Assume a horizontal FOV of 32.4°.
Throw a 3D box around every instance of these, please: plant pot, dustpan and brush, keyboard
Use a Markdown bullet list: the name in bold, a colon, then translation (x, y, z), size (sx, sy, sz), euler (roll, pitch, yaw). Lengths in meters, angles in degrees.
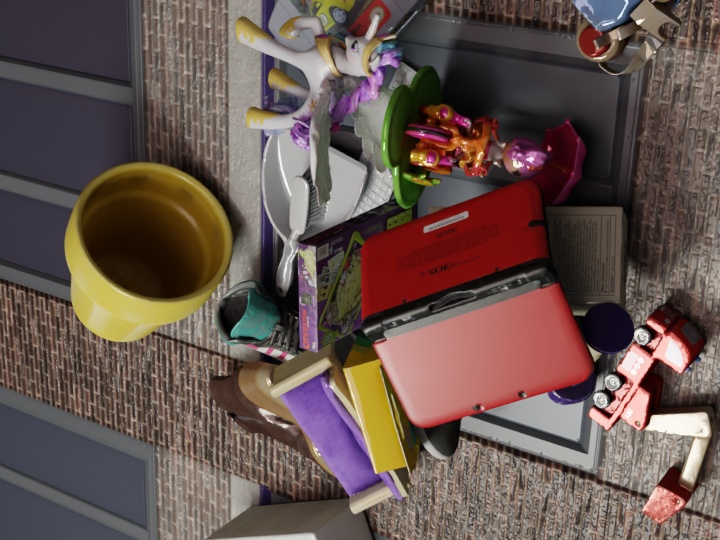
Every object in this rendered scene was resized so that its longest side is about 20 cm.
- **plant pot**: translation (-0.284, -0.005, 1.570), size (0.201, 0.200, 0.189), euler (51, 142, 8)
- **dustpan and brush**: translation (-0.071, -0.057, 1.474), size (0.139, 0.057, 0.201), euler (29, 132, 23)
- **keyboard**: translation (0.030, -0.137, 1.408), size (0.056, 0.011, 0.201), euler (36, 123, 19)

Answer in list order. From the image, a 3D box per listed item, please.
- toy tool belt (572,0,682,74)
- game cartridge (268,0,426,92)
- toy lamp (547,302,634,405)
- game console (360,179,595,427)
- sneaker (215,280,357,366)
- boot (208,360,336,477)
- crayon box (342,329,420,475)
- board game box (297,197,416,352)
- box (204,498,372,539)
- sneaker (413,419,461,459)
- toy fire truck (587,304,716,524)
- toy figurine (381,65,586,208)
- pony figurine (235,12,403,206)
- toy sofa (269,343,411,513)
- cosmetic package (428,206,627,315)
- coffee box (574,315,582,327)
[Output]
- **toy tool belt**: translation (0.251, -0.265, 1.139), size (0.125, 0.123, 0.200), euler (48, 127, 11)
- **game cartridge**: translation (-0.016, -0.296, 1.368), size (0.200, 0.041, 0.134), euler (-43, 77, 37)
- **toy lamp**: translation (0.228, 0.094, 1.272), size (0.058, 0.058, 0.200), euler (43, 162, 14)
- **game console**: translation (0.112, 0.033, 1.219), size (0.199, 0.173, 0.119), euler (-19, 138, 22)
- **sneaker**: translation (-0.098, 0.069, 1.497), size (0.199, 0.121, 0.084), euler (15, 80, 30)
- **boot**: translation (-0.094, 0.195, 1.590), size (0.200, 0.072, 0.166), euler (49, 149, -13)
- **crayon box**: translation (0.028, 0.143, 1.393), size (0.050, 0.200, 0.128), euler (-15, 99, 9)
- **board game box**: translation (0.000, 0.000, 1.360), size (0.032, 0.200, 0.121), euler (8, 111, 33)
- **box**: translation (-0.082, 0.393, 1.618), size (0.199, 0.106, 0.153), euler (-12, 99, 37)
- **sneaker**: translation (0.109, 0.117, 1.351), size (0.099, 0.070, 0.202), euler (5, 106, 39)
- **toy fire truck**: translation (0.317, 0.150, 1.291), size (0.141, 0.049, 0.201), euler (37, 123, 18)
- **toy figurine**: translation (0.134, -0.124, 1.251), size (0.183, 0.200, 0.151), euler (12, 91, 17)
- **pony figurine**: translation (-0.036, -0.184, 1.327), size (0.199, 0.166, 0.195), euler (13, 118, 37)
- **toy sofa**: translation (-0.022, 0.191, 1.457), size (0.082, 0.098, 0.201), euler (-28, 112, 12)
- **cosmetic package**: translation (0.170, -0.009, 1.265), size (0.198, 0.073, 0.104), euler (2, 80, 17)
- **coffee box**: translation (0.140, 0.059, 1.383), size (0.199, 0.044, 0.124), euler (-30, 89, 38)
